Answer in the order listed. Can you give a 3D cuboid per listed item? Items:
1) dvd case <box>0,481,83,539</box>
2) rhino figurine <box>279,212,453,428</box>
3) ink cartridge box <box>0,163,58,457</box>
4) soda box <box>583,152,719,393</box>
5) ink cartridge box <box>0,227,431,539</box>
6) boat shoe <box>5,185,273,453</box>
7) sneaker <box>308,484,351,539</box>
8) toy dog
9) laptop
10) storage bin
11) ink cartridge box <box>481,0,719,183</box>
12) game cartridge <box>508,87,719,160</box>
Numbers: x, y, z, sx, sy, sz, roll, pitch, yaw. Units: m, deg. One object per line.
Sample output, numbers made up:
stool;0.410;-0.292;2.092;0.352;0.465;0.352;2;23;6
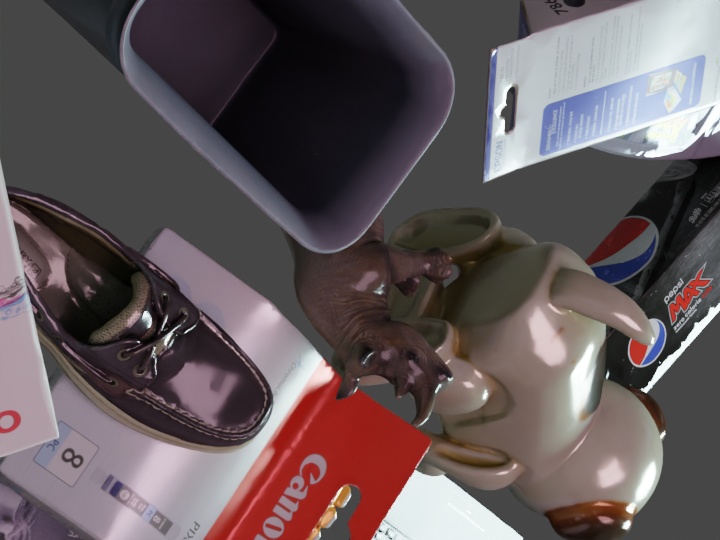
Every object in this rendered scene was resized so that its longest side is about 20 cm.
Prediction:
dvd case;-0.198;0.161;1.233;0.148;0.016;0.201;21;95;-43
rhino figurine;0.000;0.000;1.225;0.087;0.201;0.060;-2;150;-30
ink cartridge box;-0.241;-0.014;1.012;0.147;0.145;0.201;-16;120;-17
soda box;0.191;0.011;1.454;0.200;0.063;0.071;-47;131;-13
ink cartridge box;-0.075;0.099;1.203;0.200;0.047;0.160;35;74;-6
boat shoe;-0.126;0.026;1.141;0.200;0.065;0.072;40;71;-11
sneaker;-0.072;0.136;1.281;0.077;0.078;0.200;47;71;-34
toy dog;0.110;0.068;1.321;0.200;0.193;0.140;56;34;-33
laptop;0.060;0.239;1.386;0.177;0.103;0.201;42;68;-49
storage bin;-0.065;-0.128;1.132;0.146;0.134;0.200;-54;134;-7
ink cartridge box;0.150;-0.126;1.308;0.199;0.039;0.100;-19;134;-23
game cartridge;0.188;-0.134;1.383;0.199;0.041;0.133;7;125;-39
